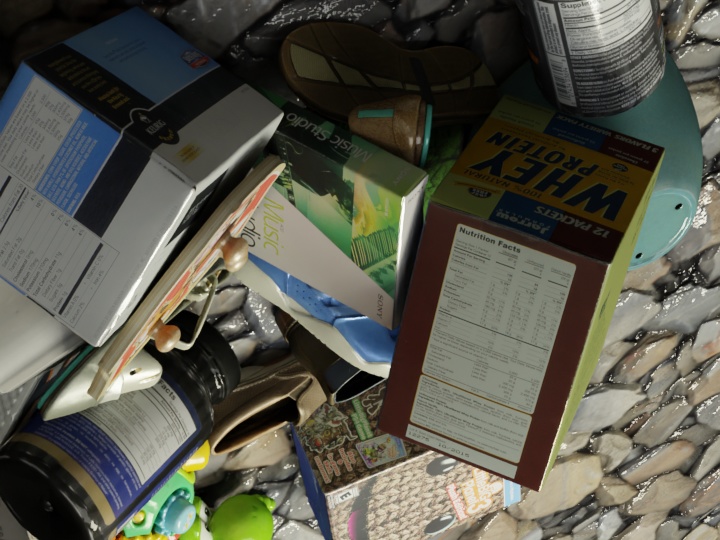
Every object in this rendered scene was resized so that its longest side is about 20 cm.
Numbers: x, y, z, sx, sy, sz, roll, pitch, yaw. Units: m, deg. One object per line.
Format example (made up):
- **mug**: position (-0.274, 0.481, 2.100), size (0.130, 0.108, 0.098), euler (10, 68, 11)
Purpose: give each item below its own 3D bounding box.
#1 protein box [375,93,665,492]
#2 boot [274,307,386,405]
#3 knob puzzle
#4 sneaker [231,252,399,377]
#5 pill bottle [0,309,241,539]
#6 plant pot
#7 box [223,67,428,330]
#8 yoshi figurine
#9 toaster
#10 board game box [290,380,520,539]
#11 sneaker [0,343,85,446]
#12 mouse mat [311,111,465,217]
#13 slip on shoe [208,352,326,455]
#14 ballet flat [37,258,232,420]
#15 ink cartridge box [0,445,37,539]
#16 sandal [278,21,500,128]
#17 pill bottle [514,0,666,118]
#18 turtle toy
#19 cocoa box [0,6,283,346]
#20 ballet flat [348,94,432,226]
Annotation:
- **protein box**: position (0.120, 0.012, 1.253), size (0.199, 0.134, 0.202), euler (-53, 160, -56)
- **boot**: position (0.034, 0.043, 1.450), size (0.198, 0.097, 0.075), euler (-23, 149, -7)
- **knob puzzle**: position (-0.104, 0.000, 1.127), size (0.220, 0.030, 0.220), euler (-51, -179, 1)
- **sneaker**: position (0.000, 0.001, 1.336), size (0.199, 0.077, 0.111), euler (35, 124, -6)
- **pill bottle**: position (-0.188, 0.125, 1.338), size (0.200, 0.111, 0.112), euler (-46, 156, -35)
- **plant pot**: position (0.204, -0.079, 1.386), size (0.198, 0.135, 0.201), euler (-19, 143, -15)
- **box**: position (-0.046, -0.055, 1.215), size (0.036, 0.199, 0.145), euler (-49, 156, -34)
- **yoshi figurine**: position (-0.110, 0.280, 1.642), size (0.112, 0.112, 0.200), euler (-41, 142, -9)
- **toaster**: position (-0.258, 0.001, 1.182), size (0.129, 0.114, 0.200), euler (-35, 126, 16)
- **board game box**: position (0.046, 0.182, 1.624), size (0.198, 0.097, 0.160), euler (-21, 143, -9)
- **sneaker**: position (-0.255, 0.052, 1.300), size (0.200, 0.078, 0.079), euler (-51, -177, 8)
- **mouse mat**: position (0.012, -0.072, 1.380), size (0.159, 0.008, 0.201), euler (-17, 141, -15)
- **slip on shoe**: position (-0.058, 0.110, 1.502), size (0.198, 0.061, 0.076), euler (-15, 141, -18)
- **ballet flat**: position (-0.164, 0.051, 1.279), size (0.200, 0.064, 0.067), euler (-53, -176, -32)
- **ink cartridge box**: position (-0.311, 0.245, 1.427), size (0.084, 0.147, 0.201), euler (-18, 141, -10)
- **sandal**: position (0.020, -0.135, 1.265), size (0.199, 0.081, 0.054), euler (0, 157, -39)
- **pill bottle**: position (0.163, -0.212, 1.229), size (0.105, 0.107, 0.201), euler (-27, 143, -2)
- **turtle toy**: position (-0.208, 0.206, 1.464), size (0.144, 0.102, 0.200), euler (-6, 165, -18)
- **cocoa box**: position (-0.157, -0.068, 1.083), size (0.134, 0.131, 0.200), euler (-55, 180, 22)
- **ballet flat**: position (0.014, -0.063, 1.240), size (0.071, 0.068, 0.200), euler (6, 153, 3)
